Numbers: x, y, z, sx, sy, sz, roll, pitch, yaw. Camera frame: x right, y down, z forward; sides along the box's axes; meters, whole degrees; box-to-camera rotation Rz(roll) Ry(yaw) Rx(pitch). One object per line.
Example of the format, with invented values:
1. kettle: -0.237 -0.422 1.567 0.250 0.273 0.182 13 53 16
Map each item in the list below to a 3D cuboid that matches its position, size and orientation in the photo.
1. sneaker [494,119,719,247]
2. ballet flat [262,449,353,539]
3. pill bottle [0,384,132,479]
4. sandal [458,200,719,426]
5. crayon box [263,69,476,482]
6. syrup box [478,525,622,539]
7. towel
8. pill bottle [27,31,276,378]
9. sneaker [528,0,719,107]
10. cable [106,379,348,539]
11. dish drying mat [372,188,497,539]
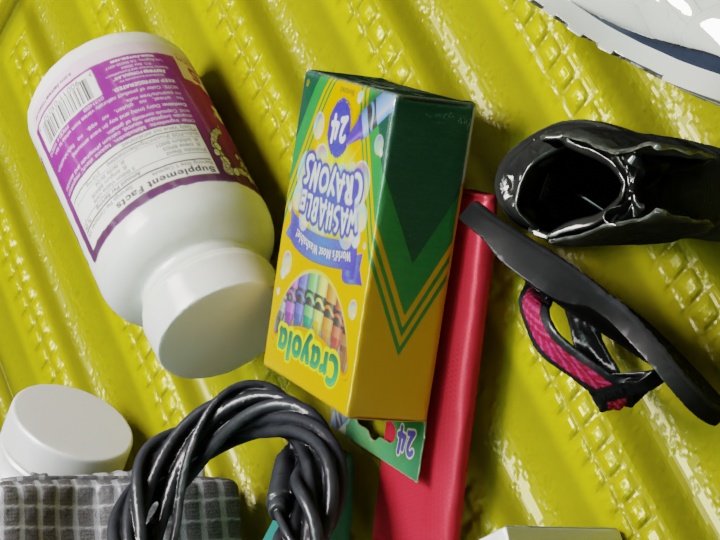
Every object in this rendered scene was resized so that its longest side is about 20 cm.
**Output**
1. sneaker: 0.105 -0.042 1.029 0.199 0.103 0.061 8 95 52
2. ballet flat: -0.047 0.197 1.233 0.201 0.070 0.067 -55 11 -5
3. pill bottle: -0.217 0.178 1.424 0.111 0.111 0.201 48 125 42
4. sandal: 0.104 0.030 1.047 0.045 0.075 0.200 -49 40 -1
5. crayon box: 0.000 0.000 1.183 0.126 0.051 0.202 -156 72 -64
6. syrup box: 0.048 0.198 1.108 0.200 0.078 0.082 -36 58 45
7. towel: -0.146 0.213 1.281 0.086 0.164 0.202 143 124 -69
8. pill bottle: -0.117 -0.038 1.308 0.113 0.112 0.201 -55 49 34
9. sneaker: 0.146 -0.130 1.022 0.199 0.076 0.081 32 101 43
10. cable: -0.076 0.142 1.203 0.162 0.051 0.201 -15 46 43
11. dish drying mat: 0.041 0.056 1.170 0.077 0.018 0.202 17 102 61
